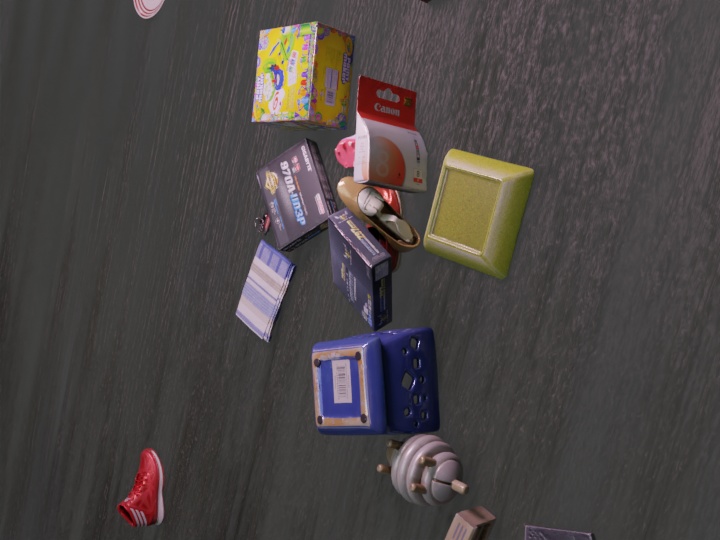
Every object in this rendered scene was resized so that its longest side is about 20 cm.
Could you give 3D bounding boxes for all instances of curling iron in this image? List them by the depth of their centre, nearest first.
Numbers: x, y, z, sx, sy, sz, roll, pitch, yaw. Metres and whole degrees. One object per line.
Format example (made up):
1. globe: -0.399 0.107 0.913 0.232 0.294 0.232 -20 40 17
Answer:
1. curling iron: -0.203 -0.178 1.821 0.049 0.025 0.203 33 110 36

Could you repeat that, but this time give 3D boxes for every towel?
1. towel: -0.223 0.048 1.831 0.146 0.024 0.203 33 108 42

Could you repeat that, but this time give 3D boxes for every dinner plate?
1. dinner plate: -0.593 -0.824 2.235 0.198 0.024 0.204 -5 83 43

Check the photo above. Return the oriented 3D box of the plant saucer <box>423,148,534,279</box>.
1. plant saucer: 0.200 -0.108 1.421 0.198 0.047 0.204 23 103 42

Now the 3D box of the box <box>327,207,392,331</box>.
1. box: 0.000 0.000 1.531 0.158 0.050 0.202 50 156 34

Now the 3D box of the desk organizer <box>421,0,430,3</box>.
1. desk organizer: 0.112 -0.634 1.516 0.071 0.076 0.204 -21 74 40

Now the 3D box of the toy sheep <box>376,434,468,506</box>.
1. toy sheep: 0.118 0.363 1.412 0.199 0.136 0.141 22 103 51

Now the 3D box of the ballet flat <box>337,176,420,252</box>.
1. ballet flat: 0.042 -0.110 1.485 0.069 0.199 0.063 -57 23 -16

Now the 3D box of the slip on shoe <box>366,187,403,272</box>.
1. slip on shoe: 0.044 -0.097 1.560 0.073 0.061 0.204 -8 81 44

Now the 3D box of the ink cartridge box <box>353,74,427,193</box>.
1. ink cartridge box: 0.064 -0.257 1.482 0.050 0.160 0.204 4 90 48

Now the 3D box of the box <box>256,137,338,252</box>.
1. box: -0.140 -0.166 1.732 0.158 0.046 0.203 -28 69 29

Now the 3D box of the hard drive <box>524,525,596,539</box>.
1. hard drive: 0.333 0.520 1.259 0.133 0.042 0.204 -9 81 43

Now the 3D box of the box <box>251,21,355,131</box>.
1. box: -0.126 -0.416 1.699 0.191 0.121 0.204 9 94 43

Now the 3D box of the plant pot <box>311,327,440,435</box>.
1. plant pot: 0.020 0.216 1.482 0.198 0.178 0.204 -10 81 43

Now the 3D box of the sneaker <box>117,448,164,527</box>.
1. sneaker: -0.588 0.582 2.080 0.078 0.114 0.204 -26 70 39

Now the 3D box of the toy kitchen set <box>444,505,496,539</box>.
1. toy kitchen set: 0.196 0.544 1.305 0.199 0.162 0.183 33 110 39

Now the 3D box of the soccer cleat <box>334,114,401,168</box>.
1. soccer cleat: 0.018 -0.269 1.602 0.067 0.076 0.199 55 145 -4
